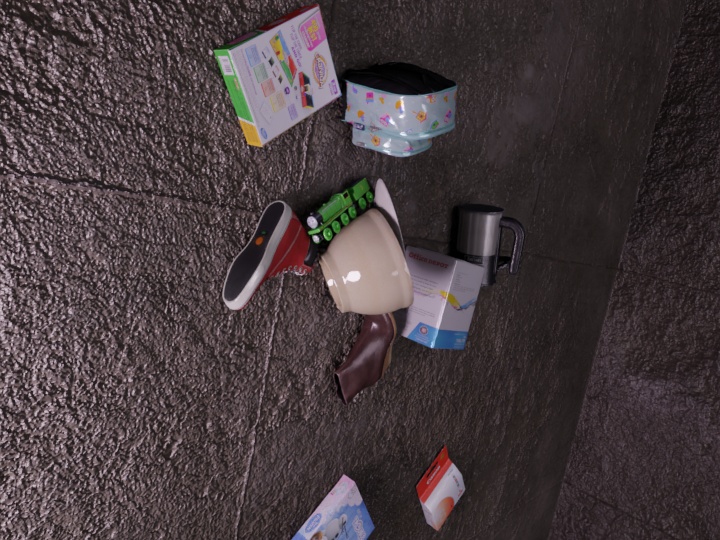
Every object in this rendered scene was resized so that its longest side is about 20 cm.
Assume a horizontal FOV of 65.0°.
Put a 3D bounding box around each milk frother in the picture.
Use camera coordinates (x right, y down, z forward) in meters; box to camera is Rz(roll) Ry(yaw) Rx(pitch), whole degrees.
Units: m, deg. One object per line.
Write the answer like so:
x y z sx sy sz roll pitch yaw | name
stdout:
0.328 -0.076 1.481 0.200 0.176 0.193 -89 -178 -73 | milk frother

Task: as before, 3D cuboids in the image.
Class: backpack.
0.078 -0.297 1.041 0.174 0.197 0.157 -26 123 -41 | backpack

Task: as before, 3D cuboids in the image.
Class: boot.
0.006 0.176 1.224 0.165 0.071 0.204 -35 131 -39 | boot
-0.147 0.002 0.991 0.203 0.071 0.145 -62 141 -18 | boot

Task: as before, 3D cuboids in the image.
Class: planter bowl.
0.000 0.000 1.087 0.132 0.201 0.203 -22 124 -10 | planter bowl

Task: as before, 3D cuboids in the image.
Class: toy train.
-0.037 -0.117 1.066 0.200 0.041 0.057 -46 117 -46 | toy train

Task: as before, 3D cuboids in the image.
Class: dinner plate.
0.055 -0.081 1.128 0.024 0.201 0.203 -16 123 -2 | dinner plate

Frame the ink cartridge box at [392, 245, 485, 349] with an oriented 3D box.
0.176 0.063 1.323 0.144 0.145 0.205 11 96 -49 | ink cartridge box

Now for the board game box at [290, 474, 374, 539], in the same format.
-0.062 0.623 1.328 0.199 0.043 0.203 -44 132 -32 | board game box

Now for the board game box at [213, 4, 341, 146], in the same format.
-0.126 -0.319 0.921 0.199 0.040 0.155 -41 131 -32 | board game box

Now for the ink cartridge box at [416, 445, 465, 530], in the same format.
0.244 0.649 1.685 0.162 0.049 0.203 -43 135 -31 | ink cartridge box
